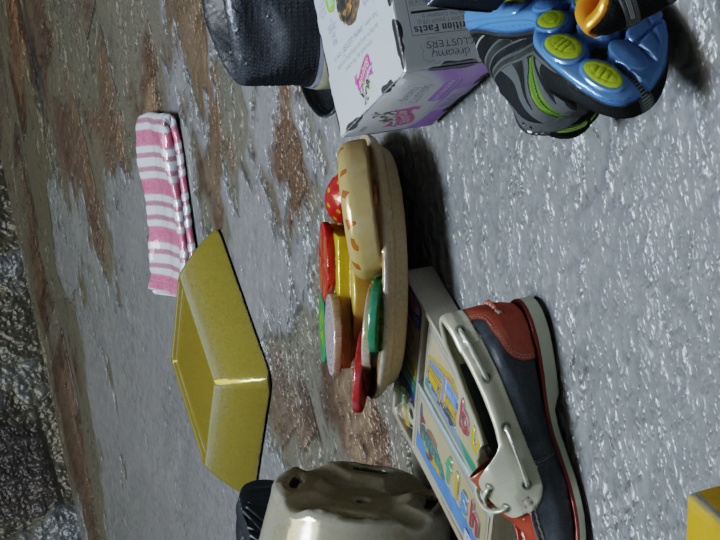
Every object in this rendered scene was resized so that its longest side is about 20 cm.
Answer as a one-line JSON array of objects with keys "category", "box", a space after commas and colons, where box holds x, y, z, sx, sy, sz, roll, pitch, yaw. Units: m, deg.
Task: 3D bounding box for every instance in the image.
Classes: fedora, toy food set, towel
[{"category": "fedora", "box": [-0.072, -0.213, 1.746, 0.201, 0.091, 0.201, 171, 90, -74]}, {"category": "toy food set", "box": [0.000, 0.000, 1.642, 0.200, 0.048, 0.199, -139, 47, -80]}, {"category": "towel", "box": [-0.210, -0.069, 2.402, 0.146, 0.030, 0.201, -171, 73, -72]}]

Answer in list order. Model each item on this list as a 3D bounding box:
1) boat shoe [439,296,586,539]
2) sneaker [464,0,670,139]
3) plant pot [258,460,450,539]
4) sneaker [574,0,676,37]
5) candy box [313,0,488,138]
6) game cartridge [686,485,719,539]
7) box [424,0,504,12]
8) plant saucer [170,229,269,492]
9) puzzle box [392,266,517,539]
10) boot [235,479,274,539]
[{"category": "boat shoe", "box": [0.096, 0.117, 1.418, 0.071, 0.062, 0.201, 174, 86, -72]}, {"category": "sneaker", "box": [0.119, -0.111, 1.232, 0.083, 0.071, 0.200, 68, 168, -18]}, {"category": "plant pot", "box": [-0.010, 0.247, 1.663, 0.200, 0.200, 0.184, -140, 55, -66]}, {"category": "sneaker", "box": [0.093, -0.196, 1.073, 0.200, 0.077, 0.078, 50, -175, -19]}, {"category": "candy box", "box": [0.020, -0.206, 1.483, 0.168, 0.071, 0.201, 145, 115, -72]}, {"category": "game cartridge", "box": [0.220, 0.227, 1.125, 0.200, 0.032, 0.177, -137, 41, -61]}, {"category": "box", "box": [0.078, -0.259, 1.200, 0.200, 0.051, 0.158, -51, 48, 45]}, {"category": "plant saucer", "box": [-0.146, 0.096, 2.246, 0.200, 0.048, 0.200, 102, 154, -49]}, {"category": "puzzle box", "box": [0.068, 0.107, 1.570, 0.200, 0.025, 0.133, -119, 26, -50]}, {"category": "boot", "box": [-0.084, 0.318, 2.099, 0.200, 0.076, 0.169, -108, 21, -50]}]
